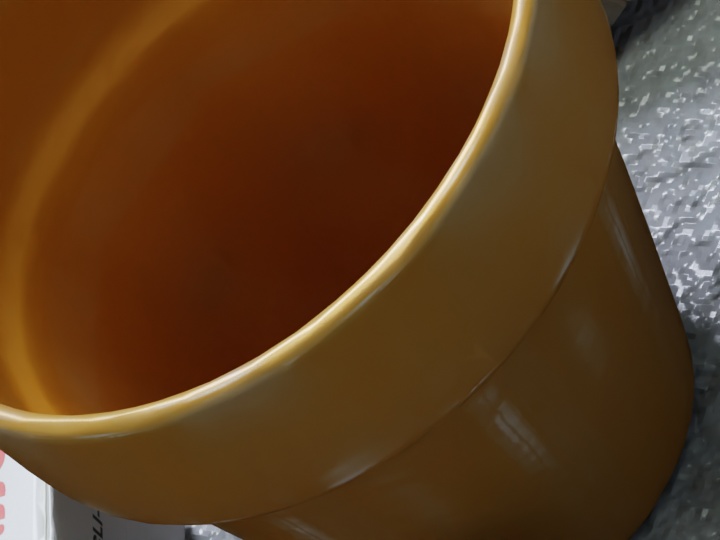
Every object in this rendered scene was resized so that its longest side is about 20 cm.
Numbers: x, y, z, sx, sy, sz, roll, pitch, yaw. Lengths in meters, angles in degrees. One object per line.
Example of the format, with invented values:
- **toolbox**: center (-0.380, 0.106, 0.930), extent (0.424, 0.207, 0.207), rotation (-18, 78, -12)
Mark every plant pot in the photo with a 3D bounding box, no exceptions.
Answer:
- **plant pot**: center (0.000, 0.000, 0.767), extent (0.199, 0.183, 0.201), rotation (-19, 50, 24)

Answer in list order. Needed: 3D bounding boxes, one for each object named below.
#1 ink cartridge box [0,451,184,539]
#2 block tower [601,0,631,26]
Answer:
- **ink cartridge box**: center (-0.151, 0.143, 0.838), extent (0.199, 0.084, 0.145), rotation (-24, 47, 21)
- **block tower**: center (0.090, -0.152, 0.859), extent (0.200, 0.054, 0.058), rotation (-55, 37, 21)
